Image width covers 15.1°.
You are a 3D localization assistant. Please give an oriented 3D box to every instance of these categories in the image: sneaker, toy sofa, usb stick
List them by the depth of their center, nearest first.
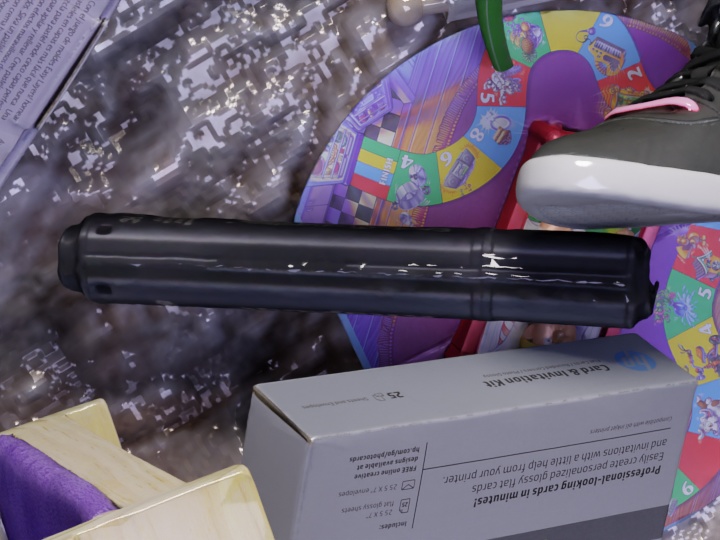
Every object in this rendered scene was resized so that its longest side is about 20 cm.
[{"bbox_3d":[-0.088,0.098,0.789,0.098,0.200,0.083,-20,99,-15],"label":"toy sofa"},{"bbox_3d":[0.120,-0.065,0.907,0.200,0.071,0.099,-5,93,-45],"label":"sneaker"},{"bbox_3d":[0.000,0.000,0.910,0.200,0.055,0.033,3,95,6],"label":"usb stick"}]

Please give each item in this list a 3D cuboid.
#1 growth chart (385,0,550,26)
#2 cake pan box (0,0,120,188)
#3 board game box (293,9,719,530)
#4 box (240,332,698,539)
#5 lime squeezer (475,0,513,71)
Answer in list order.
[{"bbox_3d":[0.082,-0.141,0.874,0.145,0.200,0.018,-7,63,-15],"label":"growth chart"},{"bbox_3d":[-0.165,-0.114,0.848,0.184,0.052,0.200,31,120,-9],"label":"cake pan box"},{"bbox_3d":[0.077,0.009,0.955,0.158,0.039,0.200,-26,103,-4],"label":"board game box"},{"bbox_3d":[0.024,0.125,0.914,0.156,0.041,0.200,-6,119,-32],"label":"box"},{"bbox_3d":[0.060,-0.121,0.852,0.071,0.200,0.038,-25,73,-37],"label":"lime squeezer"}]
